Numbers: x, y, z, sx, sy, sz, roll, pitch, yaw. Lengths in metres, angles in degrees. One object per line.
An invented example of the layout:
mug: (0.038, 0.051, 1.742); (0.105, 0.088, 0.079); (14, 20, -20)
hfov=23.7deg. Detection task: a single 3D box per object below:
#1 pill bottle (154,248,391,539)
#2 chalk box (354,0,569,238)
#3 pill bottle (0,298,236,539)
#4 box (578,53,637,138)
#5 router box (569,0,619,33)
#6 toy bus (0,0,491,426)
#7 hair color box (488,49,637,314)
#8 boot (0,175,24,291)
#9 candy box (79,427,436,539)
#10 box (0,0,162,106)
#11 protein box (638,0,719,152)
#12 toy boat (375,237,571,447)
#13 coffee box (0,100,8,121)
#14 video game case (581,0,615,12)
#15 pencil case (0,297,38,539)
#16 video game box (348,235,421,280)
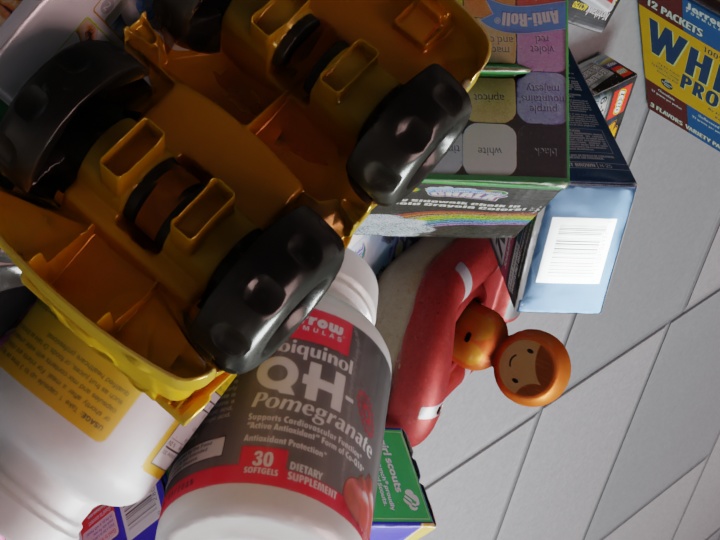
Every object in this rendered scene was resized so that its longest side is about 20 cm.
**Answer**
pill bottle: (-0.041, 0.080, 0.935); (0.111, 0.110, 0.201); (93, 4, -48)
chalk box: (0.045, -0.096, 0.934); (0.200, 0.124, 0.125); (120, -29, -79)
pill bottle: (-0.121, 0.045, 0.865); (0.200, 0.104, 0.104); (-53, 153, -7)
box: (0.137, -0.060, 1.338); (0.137, 0.040, 0.201); (-28, 143, -43)
router box: (0.138, -0.241, 1.112); (0.200, 0.051, 0.150); (-1, 123, -60)
toy bus: (-0.052, -0.033, 0.740); (0.200, 0.136, 0.192); (-47, 169, -17)
hair color box: (0.112, -0.072, 1.100); (0.060, 0.200, 0.100); (2, 126, -12)
boot: (-0.232, 0.040, 0.814); (0.199, 0.069, 0.175); (-2, 128, -30)
candy box: (-0.085, 0.159, 1.055); (0.199, 0.077, 0.169); (5, 147, -41)
box: (-0.107, -0.165, 0.738); (0.200, 0.112, 0.101); (-50, 154, -3)
protein box: (0.337, -0.219, 1.370); (0.200, 0.135, 0.199); (-47, 153, -13)
toy boat: (0.079, 0.048, 1.148); (0.200, 0.130, 0.131); (-39, 150, -50)
coffee box: (-0.107, -0.091, 0.903); (0.200, 0.044, 0.123); (-43, 150, -22)
video game case: (0.152, -0.266, 1.016); (0.143, 0.017, 0.201); (13, 97, -61)
pencil case: (-0.192, 0.096, 0.944); (0.200, 0.086, 0.083); (-49, 179, -9)
video game box: (0.000, 0.000, 1.149); (0.182, 0.047, 0.201); (-43, 153, -39)
